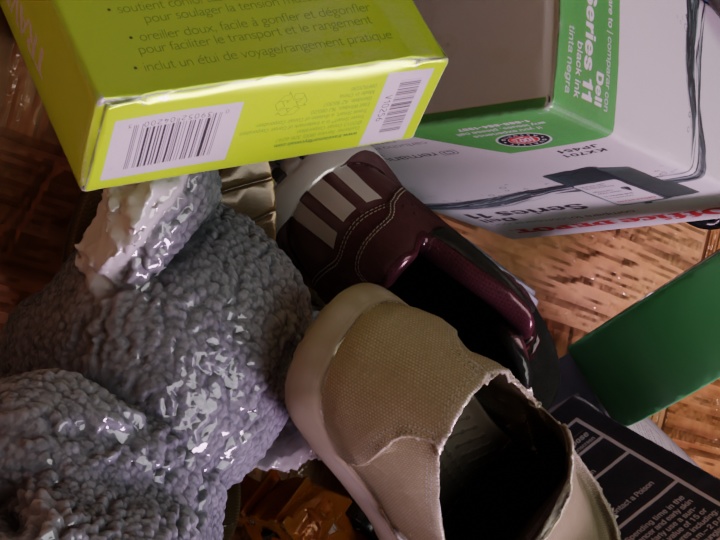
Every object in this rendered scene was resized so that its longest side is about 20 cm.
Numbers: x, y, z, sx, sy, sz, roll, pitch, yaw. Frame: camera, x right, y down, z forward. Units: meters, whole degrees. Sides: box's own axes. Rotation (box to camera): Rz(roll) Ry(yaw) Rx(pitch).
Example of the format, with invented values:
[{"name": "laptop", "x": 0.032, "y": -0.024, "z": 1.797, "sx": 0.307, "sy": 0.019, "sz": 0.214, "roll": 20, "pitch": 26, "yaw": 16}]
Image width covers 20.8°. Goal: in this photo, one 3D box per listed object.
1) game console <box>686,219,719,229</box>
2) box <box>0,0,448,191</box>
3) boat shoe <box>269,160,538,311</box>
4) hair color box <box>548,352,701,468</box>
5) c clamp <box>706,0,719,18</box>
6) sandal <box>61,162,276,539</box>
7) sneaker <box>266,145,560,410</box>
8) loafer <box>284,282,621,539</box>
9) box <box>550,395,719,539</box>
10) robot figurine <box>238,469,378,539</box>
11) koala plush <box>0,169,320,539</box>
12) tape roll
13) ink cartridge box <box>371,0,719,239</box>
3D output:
[{"name": "game console", "x": 0.186, "y": -0.133, "z": 1.000, "sx": 0.200, "sy": 0.176, "sz": 0.117, "roll": -21, "pitch": 146, "yaw": -45}, {"name": "box", "x": -0.068, "y": -0.123, "z": 0.646, "sx": 0.122, "sy": 0.200, "sz": 0.048, "roll": -11, "pitch": 148, "yaw": -27}, {"name": "boat shoe", "x": 0.000, "y": 0.000, "z": 0.855, "sx": 0.200, "sy": 0.072, "sz": 0.062, "roll": 21, "pitch": 103, "yaw": -45}, {"name": "hair color box", "x": 0.147, "y": 0.133, "z": 1.016, "sx": 0.200, "sy": 0.061, "sz": 0.099, "roll": 41, "pitch": 24, "yaw": -46}, {"name": "c clamp", "x": 0.183, "y": -0.149, "z": 0.890, "sx": 0.200, "sy": 0.027, "sz": 0.171, "roll": 29, "pitch": 37, "yaw": -36}, {"name": "sandal", "x": -0.080, "y": 0.027, "z": 0.761, "sx": 0.080, "sy": 0.054, "sz": 0.201, "roll": -5, "pitch": 118, "yaw": -18}, {"name": "sneaker", "x": 0.042, "y": 0.034, "z": 0.777, "sx": 0.076, "sy": 0.116, "sz": 0.200, "roll": -48, "pitch": 134, "yaw": 1}, {"name": "loafer", "x": 0.045, "y": 0.081, "z": 0.680, "sx": 0.076, "sy": 0.068, "sz": 0.200, "roll": -54, "pitch": 136, "yaw": -10}, {"name": "box", "x": 0.094, "y": 0.182, "z": 0.792, "sx": 0.200, "sy": 0.198, "sz": 0.123, "roll": -35, "pitch": 126, "yaw": -19}, {"name": "robot figurine", "x": 0.017, "y": 0.142, "z": 0.903, "sx": 0.145, "sy": 0.058, "sz": 0.200, "roll": -50, "pitch": 132, "yaw": -30}, {"name": "koala plush", "x": -0.084, "y": 0.057, "z": 0.656, "sx": 0.200, "sy": 0.183, "sz": 0.178, "roll": -53, "pitch": 135, "yaw": -24}, {"name": "tape roll", "x": 0.193, "y": 0.002, "z": 0.922, "sx": 0.200, "sy": 0.200, "sz": 0.048, "roll": -28, "pitch": 84, "yaw": -43}, {"name": "ink cartridge box", "x": 0.073, "y": -0.075, "z": 0.838, "sx": 0.200, "sy": 0.146, "sz": 0.083, "roll": 16, "pitch": 73, "yaw": -51}]
